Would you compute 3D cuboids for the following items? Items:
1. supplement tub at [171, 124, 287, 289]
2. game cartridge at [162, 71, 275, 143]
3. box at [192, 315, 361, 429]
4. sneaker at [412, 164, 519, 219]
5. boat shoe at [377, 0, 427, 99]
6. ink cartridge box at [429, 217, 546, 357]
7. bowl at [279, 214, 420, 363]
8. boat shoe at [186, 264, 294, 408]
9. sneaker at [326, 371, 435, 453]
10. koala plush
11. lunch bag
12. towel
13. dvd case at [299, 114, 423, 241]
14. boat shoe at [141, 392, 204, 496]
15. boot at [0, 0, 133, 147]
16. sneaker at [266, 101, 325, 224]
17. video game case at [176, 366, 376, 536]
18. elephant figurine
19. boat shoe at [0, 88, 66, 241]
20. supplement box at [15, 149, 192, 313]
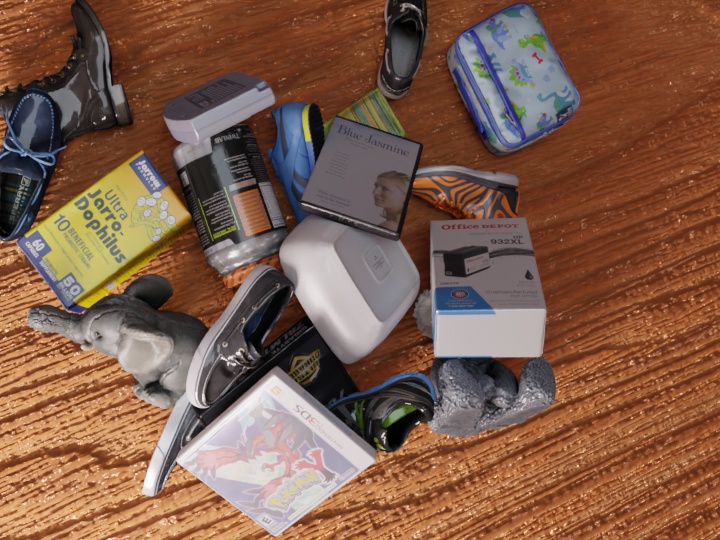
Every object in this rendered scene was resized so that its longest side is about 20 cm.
[{"bbox_3d":[-0.174,-0.086,1.061,0.120,0.122,0.205,-19,90,-13],"label":"supplement tub"},{"bbox_3d":[-0.199,-0.221,1.036,0.131,0.200,0.041,-26,115,-13],"label":"game cartridge"},{"bbox_3d":[-0.095,0.202,1.058,0.198,0.050,0.201,-37,114,-12],"label":"box"},{"bbox_3d":[0.150,-0.092,1.153,0.195,0.078,0.115,4,83,-11],"label":"sneaker"},{"bbox_3d":[0.068,-0.363,1.162,0.072,0.060,0.205,16,75,-11],"label":"boat shoe"},{"bbox_3d":[0.168,0.019,1.053,0.141,0.202,0.085,-2,128,4],"label":"ink cartridge box"},{"bbox_3d":[0.000,0.000,1.059,0.202,0.074,0.200,58,44,-11],"label":"bowl"},{"bbox_3d":[-0.147,0.090,0.979,0.065,0.070,0.202,22,74,36],"label":"boat shoe"},{"bbox_3d":[0.012,0.206,1.017,0.197,0.083,0.071,-29,122,13],"label":"sneaker"},{"bbox_3d":[0.158,0.122,1.113,0.173,0.184,0.205,0,64,-18],"label":"koala plush"},{"bbox_3d":[0.232,-0.291,1.188,0.158,0.082,0.204,-25,89,-10],"label":"lunch bag"},{"bbox_3d":[-0.029,-0.187,1.155,0.198,0.018,0.087,-36,92,-12],"label":"towel"},{"bbox_3d":[0.006,-0.134,1.074,0.139,0.018,0.203,17,47,0],"label":"dvd case"},{"bbox_3d":[-0.232,0.217,1.054,0.067,0.072,0.204,25,74,-7],"label":"boat shoe"},{"bbox_3d":[-0.418,-0.259,1.052,0.170,0.069,0.205,-19,92,-13],"label":"boot"},{"bbox_3d":[-0.090,-0.138,1.109,0.076,0.066,0.206,-2,99,19],"label":"sneaker"},{"bbox_3d":[-0.108,0.239,0.989,0.182,0.023,0.199,42,113,-18],"label":"video game case"},{"bbox_3d":[-0.282,0.078,0.972,0.140,0.201,0.156,24,66,35],"label":"elephant figurine"},{"bbox_3d":[-0.434,-0.132,1.009,0.082,0.069,0.205,8,105,-16],"label":"boat shoe"},{"bbox_3d":[-0.335,-0.049,1.031,0.199,0.109,0.110,-39,93,-13],"label":"supplement box"}]
